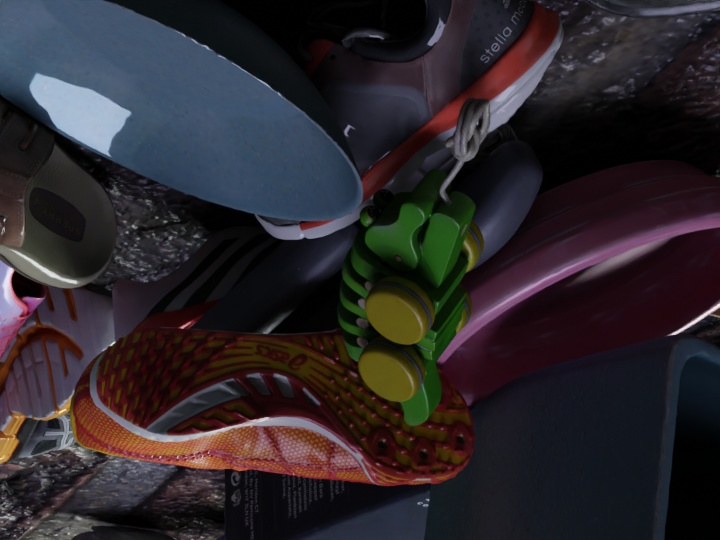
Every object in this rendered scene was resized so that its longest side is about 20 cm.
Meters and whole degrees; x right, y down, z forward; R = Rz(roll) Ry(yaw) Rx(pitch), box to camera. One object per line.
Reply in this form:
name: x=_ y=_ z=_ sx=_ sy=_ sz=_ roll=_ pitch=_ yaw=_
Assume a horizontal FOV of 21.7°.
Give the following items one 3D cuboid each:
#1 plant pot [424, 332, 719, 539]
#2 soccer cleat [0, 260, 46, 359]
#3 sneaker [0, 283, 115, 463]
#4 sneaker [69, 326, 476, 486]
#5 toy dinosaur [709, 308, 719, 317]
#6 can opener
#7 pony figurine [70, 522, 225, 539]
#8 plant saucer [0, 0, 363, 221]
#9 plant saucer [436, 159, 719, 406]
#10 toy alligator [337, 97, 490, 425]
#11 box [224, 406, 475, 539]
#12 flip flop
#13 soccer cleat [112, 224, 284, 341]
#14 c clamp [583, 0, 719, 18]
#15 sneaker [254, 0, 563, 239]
plant pot: x=0.137 y=0.155 z=0.980 sx=0.195 sy=0.198 sz=0.199 roll=21 pitch=161 yaw=-39
soccer cleat: x=-0.204 y=0.021 z=1.012 sx=0.076 sy=0.067 sz=0.200 roll=5 pitch=150 yaw=-7
sneaker: x=-0.170 y=0.057 z=1.089 sx=0.077 sy=0.079 sz=0.200 roll=-2 pitch=161 yaw=-30
sneaker: x=-0.039 y=0.064 z=0.887 sx=0.198 sy=0.074 sz=0.077 roll=12 pitch=159 yaw=-21
toy dinosaur: x=0.258 y=0.023 z=1.006 sx=0.198 sy=0.101 sz=0.059 roll=-14 pitch=117 yaw=19
can opener: x=0.000 y=0.000 z=0.890 sx=0.200 sy=0.067 sz=0.053 roll=-42 pitch=131 yaw=14
pony figurine: x=-0.101 y=0.242 z=1.401 sx=0.192 sy=0.167 sz=0.200 roll=10 pitch=137 yaw=-39
plant saucer: x=-0.084 y=-0.084 z=0.781 sx=0.200 sy=0.039 sz=0.201 roll=23 pitch=165 yaw=6
plant saucer: x=0.113 y=0.003 z=0.951 sx=0.199 sy=0.051 sz=0.201 roll=-19 pitch=160 yaw=-7
toy alligator: x=0.019 y=-0.008 z=0.812 sx=0.054 sy=0.059 sz=0.201 roll=25 pitch=140 yaw=16
box: x=0.047 y=0.129 z=1.184 sx=0.196 sy=0.118 sz=0.199 roll=21 pitch=146 yaw=-37
flip flop: x=-0.162 y=-0.039 z=0.860 sx=0.057 sy=0.082 sz=0.200 roll=9 pitch=166 yaw=29
soccer cleat: x=-0.037 y=0.001 z=0.983 sx=0.199 sy=0.085 sz=0.069 roll=-23 pitch=133 yaw=-7
c clamp: x=0.171 y=-0.151 z=0.725 sx=0.198 sy=0.027 sz=0.171 roll=-9 pitch=158 yaw=13
sneaker: x=0.002 y=-0.084 z=0.826 sx=0.082 sy=0.077 sz=0.200 roll=41 pitch=138 yaw=-16
